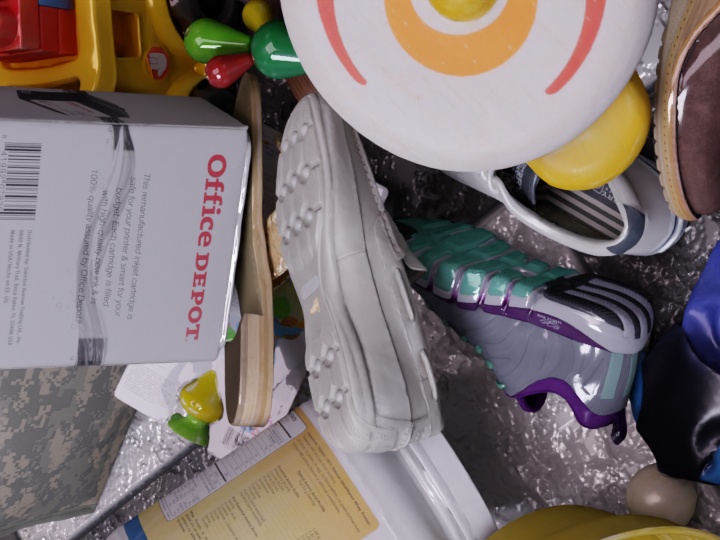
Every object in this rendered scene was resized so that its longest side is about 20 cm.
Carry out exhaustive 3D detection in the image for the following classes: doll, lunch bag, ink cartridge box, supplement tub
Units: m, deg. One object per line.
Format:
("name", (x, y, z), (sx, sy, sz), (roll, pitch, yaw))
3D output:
("doll", (0.196, 0.058, 0.886), (0.136, 0.048, 0.202), (44, 118, 41))
("lunch bag", (-0.244, 0.087, 1.087), (0.117, 0.199, 0.165), (36, 112, 25))
("ink cartridge box", (-0.175, -0.026, 0.949), (0.084, 0.198, 0.147), (36, 122, 56))
("supplement tub", (-0.033, 0.163, 0.946), (0.199, 0.145, 0.145), (-33, 73, -8))

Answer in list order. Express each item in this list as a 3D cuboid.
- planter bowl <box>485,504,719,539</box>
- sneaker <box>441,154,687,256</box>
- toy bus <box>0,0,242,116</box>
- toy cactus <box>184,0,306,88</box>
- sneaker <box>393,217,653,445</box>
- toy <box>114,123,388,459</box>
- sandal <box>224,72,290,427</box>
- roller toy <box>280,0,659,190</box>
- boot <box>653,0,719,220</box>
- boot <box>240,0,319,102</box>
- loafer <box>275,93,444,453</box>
("planter bowl", (0.109, 0.190, 0.900), (0.202, 0.199, 0.084), (-60, 36, 21))
("sneaker", (0.091, -0.068, 0.935), (0.199, 0.070, 0.074), (26, 107, 31))
("toy bus", (-0.174, -0.129, 1.034), (0.134, 0.191, 0.203), (-2, 94, 31))
("toy cactus", (-0.012, -0.148, 0.932), (0.199, 0.102, 0.166), (-31, 93, 18))
("sneaker", (0.073, 0.032, 0.949), (0.199, 0.074, 0.089), (24, 117, 41))
("toy", (-0.066, 0.017, 1.051), (0.114, 0.047, 0.202), (28, 96, 18))
("sandal", (-0.042, -0.011, 0.991), (0.078, 0.069, 0.214), (135, 137, -68))
("roller toy", (0.056, -0.145, 0.803), (0.180, 0.140, 0.203), (4, 108, 10))
("boot", (0.233, -0.109, 0.803), (0.164, 0.072, 0.202), (11, 114, 20))
("boot", (0.008, -0.214, 0.985), (0.199, 0.064, 0.187), (-38, 82, 30))
("loafer", (0.000, 0.000, 0.905), (0.070, 0.069, 0.203), (-30, 66, 59))
